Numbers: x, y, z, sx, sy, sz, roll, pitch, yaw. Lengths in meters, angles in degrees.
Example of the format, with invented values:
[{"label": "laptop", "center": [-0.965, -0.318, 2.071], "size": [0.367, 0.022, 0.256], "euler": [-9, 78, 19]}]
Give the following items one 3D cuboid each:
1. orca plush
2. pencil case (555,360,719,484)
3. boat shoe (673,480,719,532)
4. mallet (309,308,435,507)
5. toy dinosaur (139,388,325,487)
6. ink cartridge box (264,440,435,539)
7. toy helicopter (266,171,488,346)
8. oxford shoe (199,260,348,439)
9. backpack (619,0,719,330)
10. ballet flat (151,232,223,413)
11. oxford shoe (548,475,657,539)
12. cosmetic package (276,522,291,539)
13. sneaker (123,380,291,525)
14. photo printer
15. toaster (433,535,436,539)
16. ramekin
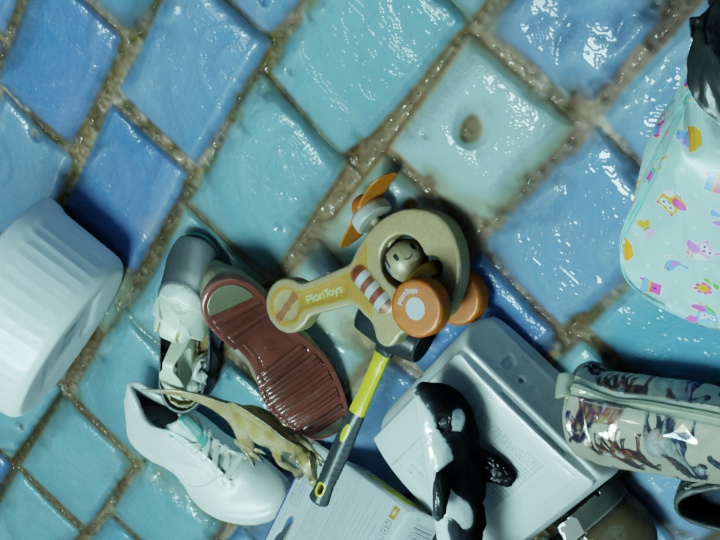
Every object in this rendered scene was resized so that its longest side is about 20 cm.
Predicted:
[{"label": "orca plush", "center": [0.091, 0.180, 1.379], "size": [0.071, 0.105, 0.201], "euler": [-8, 94, 2]}, {"label": "pencil case", "center": [0.245, 0.117, 1.299], "size": [0.199, 0.078, 0.090], "euler": [8, 144, 37]}, {"label": "boat shoe", "center": [0.327, 0.184, 1.295], "size": [0.199, 0.066, 0.070], "euler": [15, 131, 32]}, {"label": "mallet", "center": [-0.007, 0.109, 1.485], "size": [0.066, 0.041, 0.200], "euler": [38, 113, 19]}, {"label": "toy dinosaur", "center": [-0.099, 0.142, 1.598], "size": [0.200, 0.058, 0.101], "euler": [25, 166, 28]}, {"label": "ink cartridge box", "center": [-0.030, 0.276, 1.564], "size": [0.047, 0.198, 0.200], "euler": [26, 180, -26]}, {"label": "toy helicopter", "center": [0.000, 0.000, 1.411], "size": [0.199, 0.079, 0.133], "euler": [-18, 88, 35]}, {"label": "oxford shoe", "center": [-0.075, 0.067, 1.559], "size": [0.200, 0.070, 0.075], "euler": [57, -176, -28]}, {"label": "backpack", "center": [0.247, -0.060, 1.119], "size": [0.167, 0.127, 0.200], "euler": [33, 141, 10]}, {"label": "ballet flat", "center": [-0.161, 0.058, 1.606], "size": [0.073, 0.073, 0.201], "euler": [28, 136, 20]}, {"label": "oxford shoe", "center": [0.166, 0.264, 1.442], "size": [0.084, 0.073, 0.200], "euler": [46, 115, 4]}, {"label": "cosmetic package", "center": [-0.013, 0.350, 1.707], "size": [0.107, 0.085, 0.200], "euler": [-10, 116, 45]}, {"label": "sneaker", "center": [-0.155, 0.174, 1.682], "size": [0.200, 0.075, 0.089], "euler": [28, 149, 22]}, {"label": "photo printer", "center": [0.107, 0.148, 1.451], "size": [0.166, 0.069, 0.200], "euler": [43, 140, 4]}, {"label": "toaster", "center": [0.053, 0.346, 1.614], "size": [0.113, 0.129, 0.201], "euler": [4, 125, 39]}, {"label": "ramekin", "center": [-0.309, 0.040, 1.626], "size": [0.098, 0.201, 0.201], "euler": [34, 139, 2]}]
